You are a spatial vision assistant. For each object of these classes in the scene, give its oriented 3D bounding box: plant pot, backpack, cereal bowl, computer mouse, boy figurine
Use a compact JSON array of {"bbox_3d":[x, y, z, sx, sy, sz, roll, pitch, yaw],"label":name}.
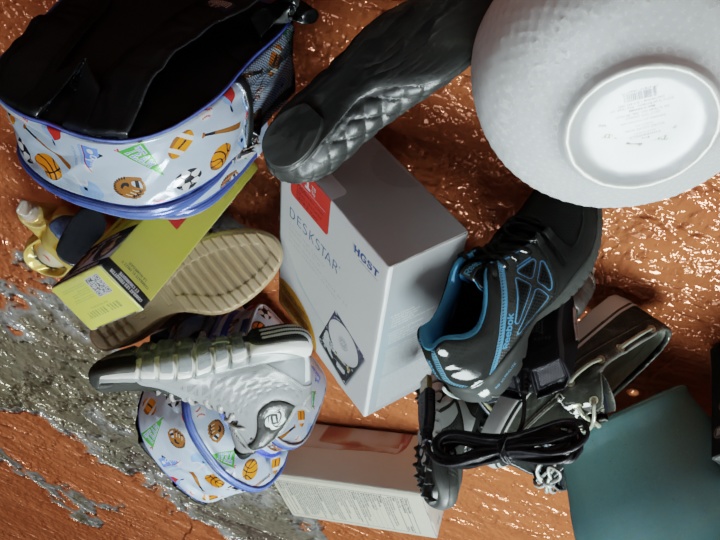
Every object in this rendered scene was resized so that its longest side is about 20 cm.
[{"bbox_3d":[0.278,0.215,0.736,0.200,0.200,0.188,-42,66,46],"label":"plant pot"},{"bbox_3d":[-0.136,0.142,0.855,0.154,0.191,0.200,-21,122,37],"label":"backpack"},{"bbox_3d":[0.172,-0.113,0.515,0.199,0.084,0.200,3,137,2],"label":"cereal bowl"},{"bbox_3d":[0.114,0.071,0.653,0.140,0.201,0.046,-17,143,27],"label":"computer mouse"},{"bbox_3d":[-0.157,-0.127,0.579,0.199,0.191,0.154,18,135,18],"label":"backpack"},{"bbox_3d":[-0.295,-0.028,0.807,0.124,0.065,0.200,42,158,-30],"label":"boy figurine"}]

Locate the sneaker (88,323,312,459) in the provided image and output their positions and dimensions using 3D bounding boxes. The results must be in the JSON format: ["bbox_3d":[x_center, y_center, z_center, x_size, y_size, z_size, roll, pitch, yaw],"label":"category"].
[{"bbox_3d":[-0.136,0.120,0.722,0.199,0.075,0.116,-7,102,-5],"label":"sneaker"}]

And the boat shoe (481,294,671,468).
[{"bbox_3d":[0.182,0.099,0.677,0.064,0.200,0.071,35,159,40],"label":"boat shoe"}]

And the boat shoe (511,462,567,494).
[{"bbox_3d":[0.217,0.209,0.876,0.199,0.068,0.074,7,137,16],"label":"boat shoe"}]

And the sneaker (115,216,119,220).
[{"bbox_3d":[-0.222,-0.066,0.761,0.074,0.088,0.200,15,138,8],"label":"sneaker"}]

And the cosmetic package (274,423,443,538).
[{"bbox_3d":[0.003,0.259,1.008,0.199,0.087,0.104,3,134,22],"label":"cosmetic package"}]

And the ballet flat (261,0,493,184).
[{"bbox_3d":[0.012,-0.134,0.576,0.200,0.057,0.067,-34,81,10],"label":"ballet flat"}]

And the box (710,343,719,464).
[{"bbox_3d":[0.417,0.127,0.661,0.200,0.125,0.149,31,138,-11],"label":"box"}]

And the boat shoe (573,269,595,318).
[{"bbox_3d":[0.126,0.041,0.747,0.067,0.057,0.200,42,135,-21],"label":"boat shoe"}]

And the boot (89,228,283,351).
[{"bbox_3d":[-0.162,0.004,0.778,0.199,0.166,0.073,-26,102,5],"label":"boot"}]

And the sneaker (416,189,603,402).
[{"bbox_3d":[0.116,0.001,0.606,0.073,0.200,0.082,18,161,45],"label":"sneaker"}]

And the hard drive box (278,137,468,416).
[{"bbox_3d":[0.000,0.000,0.686,0.156,0.077,0.200,49,150,32],"label":"hard drive box"}]

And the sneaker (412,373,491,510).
[{"bbox_3d":[0.099,0.150,0.783,0.090,0.200,0.067,8,121,-1],"label":"sneaker"}]

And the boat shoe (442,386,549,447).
[{"bbox_3d":[0.124,0.100,0.735,0.075,0.062,0.200,-8,135,38],"label":"boat shoe"}]

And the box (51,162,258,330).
[{"bbox_3d":[-0.165,-0.040,0.676,0.075,0.200,0.050,-19,118,39],"label":"box"}]
